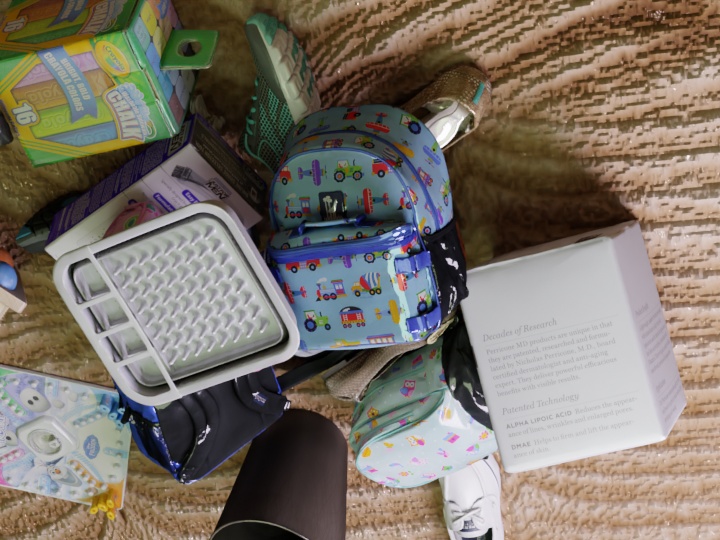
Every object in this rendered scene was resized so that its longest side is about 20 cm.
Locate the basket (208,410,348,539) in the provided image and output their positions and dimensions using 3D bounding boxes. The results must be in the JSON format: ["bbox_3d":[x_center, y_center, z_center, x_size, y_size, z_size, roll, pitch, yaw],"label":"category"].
[{"bbox_3d":[-0.081,0.265,1.855,0.135,0.201,0.181,-24,122,25],"label":"basket"}]

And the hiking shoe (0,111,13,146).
[{"bbox_3d":[-0.409,-0.157,1.574,0.100,0.200,0.076,-31,127,-15],"label":"hiking shoe"}]

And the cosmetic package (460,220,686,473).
[{"bbox_3d":[0.210,0.071,1.630,0.164,0.165,0.202,-15,91,19],"label":"cosmetic package"}]

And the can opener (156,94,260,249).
[{"bbox_3d":[-0.150,-0.089,1.676,0.066,0.053,0.201,-11,127,12],"label":"can opener"}]

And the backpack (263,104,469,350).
[{"bbox_3d":[-0.003,-0.043,1.516,0.181,0.135,0.202,-1,112,23],"label":"backpack"}]

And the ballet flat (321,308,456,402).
[{"bbox_3d":[0.034,0.087,1.711,0.200,0.067,0.047,-35,80,39],"label":"ballet flat"}]

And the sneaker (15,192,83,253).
[{"bbox_3d":[-0.263,-0.040,1.718,0.198,0.073,0.082,-12,121,18],"label":"sneaker"}]

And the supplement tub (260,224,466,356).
[{"bbox_3d":[0.000,0.000,1.680,0.199,0.123,0.123,-24,122,25],"label":"supplement tub"}]

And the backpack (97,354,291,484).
[{"bbox_3d":[-0.197,0.096,1.753,0.167,0.162,0.201,27,145,37],"label":"backpack"}]

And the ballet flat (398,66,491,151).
[{"bbox_3d":[0.045,-0.124,1.610,0.070,0.066,0.200,37,125,-18],"label":"ballet flat"}]

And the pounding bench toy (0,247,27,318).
[{"bbox_3d":[-0.449,0.022,1.777,0.124,0.200,0.156,36,94,-22],"label":"pounding bench toy"}]

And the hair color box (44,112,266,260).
[{"bbox_3d":[-0.201,-0.053,1.631,0.199,0.065,0.109,-31,120,24],"label":"hair color box"}]

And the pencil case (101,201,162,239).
[{"bbox_3d":[-0.157,0.015,1.593,0.199,0.088,0.087,35,125,-23],"label":"pencil case"}]

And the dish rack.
[{"bbox_3d":[-0.162,0.025,1.502,0.199,0.044,0.173,-19,112,26],"label":"dish rack"}]

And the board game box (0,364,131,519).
[{"bbox_3d":[-0.373,0.204,1.965,0.198,0.026,0.201,12,130,-1],"label":"board game box"}]

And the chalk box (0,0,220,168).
[{"bbox_3d":[-0.232,-0.197,1.558,0.198,0.125,0.124,-12,126,16],"label":"chalk box"}]

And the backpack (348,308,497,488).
[{"bbox_3d":[0.075,0.147,1.780,0.199,0.127,0.167,-27,130,32],"label":"backpack"}]

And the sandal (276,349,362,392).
[{"bbox_3d":[-0.028,0.075,1.783,0.200,0.075,0.048,-30,87,31],"label":"sandal"}]

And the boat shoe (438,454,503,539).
[{"bbox_3d":[0.132,0.280,1.921,0.073,0.066,0.201,-9,127,16],"label":"boat shoe"}]

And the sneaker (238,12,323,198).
[{"bbox_3d":[-0.081,-0.146,1.590,0.090,0.078,0.201,-16,111,15],"label":"sneaker"}]
